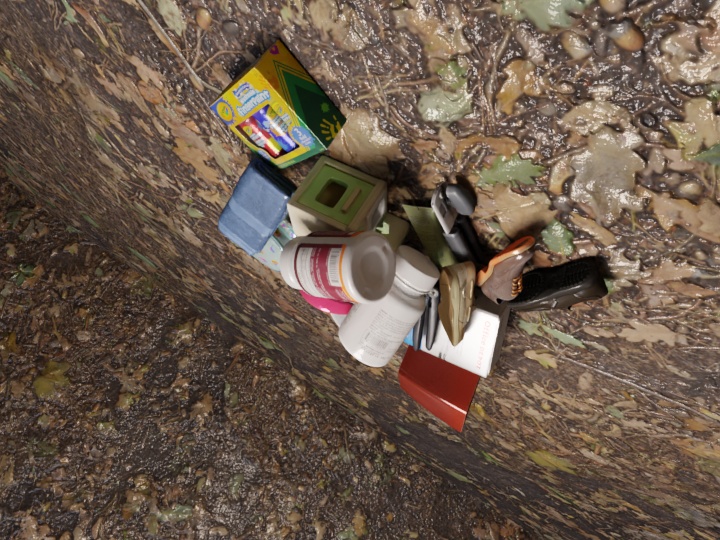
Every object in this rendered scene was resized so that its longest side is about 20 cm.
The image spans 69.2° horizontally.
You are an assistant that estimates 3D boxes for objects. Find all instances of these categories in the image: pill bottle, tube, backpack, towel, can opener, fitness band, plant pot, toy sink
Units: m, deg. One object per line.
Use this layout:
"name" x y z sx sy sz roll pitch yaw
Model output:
"pill bottle" 0.053 0.062 0.937 0.113 0.202 0.115 27 -157 -13
"tube" 0.148 -0.045 0.983 0.057 0.053 0.201 -21 126 19
"backpack" -0.170 -0.086 1.182 0.198 0.155 0.176 32 151 -7
"towel" -0.207 -0.122 1.029 0.111 0.049 0.200 38 133 -6
"can opener" 0.177 -0.068 0.888 0.066 0.054 0.201 9 148 42
"pill bottle" -0.045 -0.009 0.886 0.198 0.115 0.115 5 144 47
"fitness band" -0.062 0.034 1.076 0.141 0.038 0.200 16 -162 -25
"plant pot" 0.192 0.228 1.215 0.173 0.203 0.201 20 157 16
"toy sink" -0.017 -0.105 0.972 0.197 0.132 0.113 27 156 16
"can opener" 0.132 0.076 1.033 0.062 0.079 0.204 -2 117 5

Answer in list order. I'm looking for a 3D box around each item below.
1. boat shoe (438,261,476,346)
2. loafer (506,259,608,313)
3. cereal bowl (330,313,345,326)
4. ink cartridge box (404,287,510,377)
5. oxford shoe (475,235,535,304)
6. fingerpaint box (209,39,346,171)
"boat shoe" 0.185 0.067 0.962 0.202 0.063 0.072 80 169 -47
"loafer" 0.327 0.043 0.879 0.071 0.074 0.199 38 157 -14
"cereal bowl" 0.003 0.063 1.279 0.198 0.083 0.204 25 127 38
"ink cartridge box" 0.198 0.108 1.083 0.197 0.084 0.149 20 121 28
"oxford shoe" 0.255 0.003 0.877 0.074 0.070 0.200 56 168 12
"fingerpaint box" -0.146 -0.268 0.895 0.167 0.074 0.198 45 154 -26
